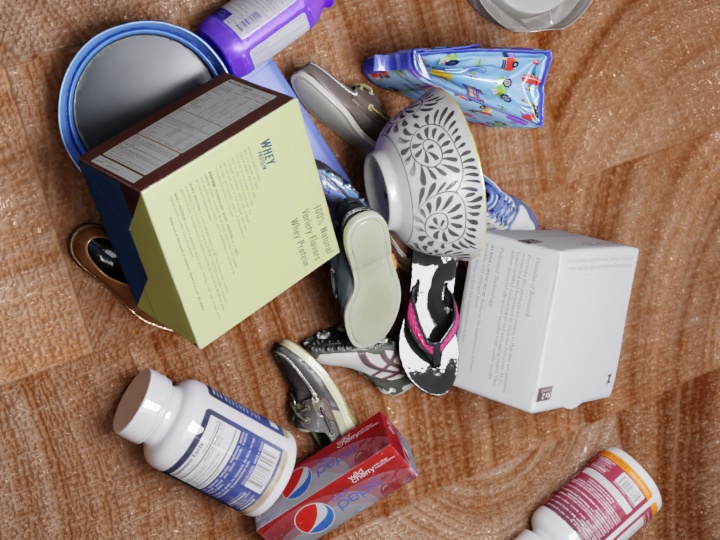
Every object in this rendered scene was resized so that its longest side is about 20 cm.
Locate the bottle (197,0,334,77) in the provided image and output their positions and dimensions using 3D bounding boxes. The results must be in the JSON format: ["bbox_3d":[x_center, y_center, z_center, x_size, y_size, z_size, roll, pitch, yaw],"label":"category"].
[{"bbox_3d":[-0.090,-0.304,1.396,0.199,0.083,0.066,-39,142,-14],"label":"bottle"}]

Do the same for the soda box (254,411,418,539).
[{"bbox_3d":[-0.033,0.259,1.463,0.199,0.064,0.070,-34,123,10],"label":"soda box"}]

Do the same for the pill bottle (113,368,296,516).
[{"bbox_3d":[-0.182,0.196,1.411,0.199,0.111,0.112,33,84,-23],"label":"pill bottle"}]

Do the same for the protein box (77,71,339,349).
[{"bbox_3d":[-0.156,-0.068,1.291,0.199,0.134,0.200,-35,129,-26],"label":"protein box"}]

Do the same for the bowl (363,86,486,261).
[{"bbox_3d":[0.061,-0.099,1.376,0.093,0.201,0.203,-13,102,-16],"label":"bowl"}]

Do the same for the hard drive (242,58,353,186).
[{"bbox_3d":[-0.112,-0.143,1.440,0.132,0.025,0.201,-39,110,-14],"label":"hard drive"}]

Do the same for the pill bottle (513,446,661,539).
[{"bbox_3d":[0.301,0.340,1.638,0.199,0.109,0.110,-37,110,-14],"label":"pill bottle"}]

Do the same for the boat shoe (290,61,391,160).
[{"bbox_3d":[0.000,-0.186,1.459,0.200,0.072,0.060,41,75,-26],"label":"boat shoe"}]

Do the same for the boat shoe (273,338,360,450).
[{"bbox_3d":[-0.052,0.174,1.484,0.065,0.073,0.201,-40,111,-18],"label":"boat shoe"}]

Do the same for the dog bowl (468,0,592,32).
[{"bbox_3d":[0.207,-0.395,1.524,0.198,0.059,0.203,-3,98,-23],"label":"dog bowl"}]

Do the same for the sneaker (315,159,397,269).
[{"bbox_3d":[-0.024,-0.048,1.444,0.078,0.075,0.201,-39,127,-10],"label":"sneaker"}]

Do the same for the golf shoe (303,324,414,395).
[{"bbox_3d":[0.024,0.115,1.510,0.198,0.077,0.089,2,106,-22],"label":"golf shoe"}]

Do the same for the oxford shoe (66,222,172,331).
[{"bbox_3d":[-0.243,0.019,1.384,0.199,0.071,0.072,33,83,-25],"label":"oxford shoe"}]

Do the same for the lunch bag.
[{"bbox_3d":[0.103,-0.229,1.452,0.198,0.150,0.095,5,95,-24],"label":"lunch bag"}]

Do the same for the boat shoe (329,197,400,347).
[{"bbox_3d":[-0.002,0.001,1.401,0.074,0.066,0.201,-23,135,-14],"label":"boat shoe"}]

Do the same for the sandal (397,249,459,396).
[{"bbox_3d":[0.086,0.050,1.458,0.074,0.045,0.203,1,89,-10],"label":"sandal"}]

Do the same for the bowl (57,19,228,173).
[{"bbox_3d":[-0.237,-0.178,1.356,0.198,0.039,0.203,-3,105,-12],"label":"bowl"}]

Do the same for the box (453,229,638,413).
[{"bbox_3d":[0.230,0.057,1.511,0.198,0.130,0.203,-2,105,-50],"label":"box"}]

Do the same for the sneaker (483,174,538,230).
[{"bbox_3d":[0.154,-0.078,1.529,0.198,0.088,0.076,23,86,-27],"label":"sneaker"}]

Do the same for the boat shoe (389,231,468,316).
[{"bbox_3d":[0.094,-0.012,1.521,0.076,0.072,0.200,-48,112,-10],"label":"boat shoe"}]
